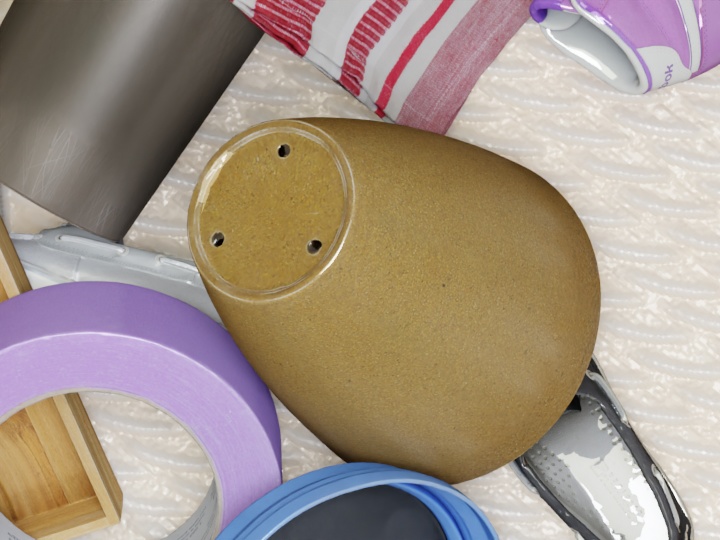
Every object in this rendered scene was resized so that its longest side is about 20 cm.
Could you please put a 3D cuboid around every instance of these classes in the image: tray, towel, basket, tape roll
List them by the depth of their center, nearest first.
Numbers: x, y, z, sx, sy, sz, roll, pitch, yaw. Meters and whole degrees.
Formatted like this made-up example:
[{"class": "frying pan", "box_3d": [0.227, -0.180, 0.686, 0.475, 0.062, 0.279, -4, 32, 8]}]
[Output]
[{"class": "towel", "box_3d": [0.023, -0.160, 1.445, 0.023, 0.200, 0.144, 37, 92, 42]}, {"class": "tape roll", "box_3d": [-0.141, 0.109, 1.455, 0.199, 0.066, 0.201, -1, 114, -3]}, {"class": "basket", "box_3d": [-0.124, -0.129, 1.473, 0.136, 0.180, 0.200, 31, 96, -8]}, {"class": "tray", "box_3d": [-0.210, 0.061, 1.486, 0.098, 0.037, 0.200, -18, 115, 7]}]

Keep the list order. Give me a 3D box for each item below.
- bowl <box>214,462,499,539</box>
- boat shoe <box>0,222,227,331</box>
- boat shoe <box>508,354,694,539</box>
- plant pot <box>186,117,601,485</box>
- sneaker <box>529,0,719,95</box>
[{"class": "bowl", "box_3d": [-0.014, 0.191, 1.428, 0.201, 0.200, 0.039, -57, 40, 1]}, {"class": "boat shoe", "box_3d": [-0.148, 0.006, 1.517, 0.200, 0.072, 0.069, 13, 59, 20]}, {"class": "boat shoe", "box_3d": [0.105, 0.083, 1.471, 0.074, 0.060, 0.200, -35, 81, 6]}, {"class": "plant pot", "box_3d": [0.000, 0.000, 1.397, 0.186, 0.200, 0.187, -8, 72, 25]}, {"class": "sneaker", "box_3d": [0.123, -0.188, 1.458, 0.114, 0.073, 0.201, -27, 83, -27]}]
